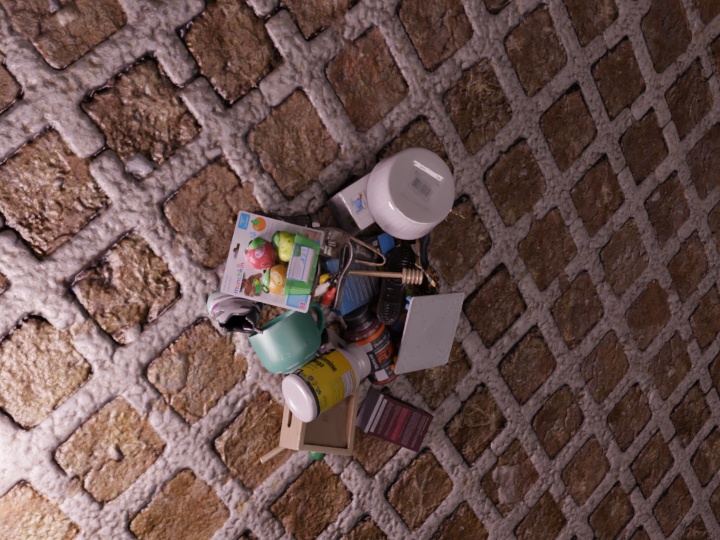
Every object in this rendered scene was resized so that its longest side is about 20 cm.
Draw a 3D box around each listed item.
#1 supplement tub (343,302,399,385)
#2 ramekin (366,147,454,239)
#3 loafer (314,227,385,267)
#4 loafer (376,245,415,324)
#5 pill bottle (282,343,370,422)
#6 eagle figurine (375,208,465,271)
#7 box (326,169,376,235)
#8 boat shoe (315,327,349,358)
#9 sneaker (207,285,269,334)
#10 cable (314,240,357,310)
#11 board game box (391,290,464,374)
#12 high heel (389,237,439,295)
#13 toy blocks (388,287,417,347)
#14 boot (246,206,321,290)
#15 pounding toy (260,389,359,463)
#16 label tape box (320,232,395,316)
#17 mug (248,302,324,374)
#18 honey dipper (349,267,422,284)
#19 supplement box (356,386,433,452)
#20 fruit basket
[{"bbox_3d":[0.028,0.182,1.741,0.106,0.106,0.203,-37,116,-18],"label":"supplement tub"},{"bbox_3d":[0.120,-0.180,1.576,0.196,0.097,0.206,3,82,-19],"label":"ramekin"},{"bbox_3d":[-0.027,-0.053,1.613,0.197,0.062,0.074,17,88,-31],"label":"loafer"},{"bbox_3d":[0.079,0.036,1.702,0.072,0.071,0.204,21,77,-1],"label":"loafer"},{"bbox_3d":[-0.073,0.249,1.587,0.198,0.111,0.115,-28,113,-36],"label":"pill bottle"},{"bbox_3d":[0.139,-0.111,1.697,0.201,0.150,0.152,-51,136,-23],"label":"eagle figurine"},{"bbox_3d":[0.035,-0.181,1.658,0.198,0.112,0.103,-34,95,-19],"label":"box"},{"bbox_3d":[-0.073,0.218,1.721,0.091,0.076,0.200,-27,134,14],"label":"boat shoe"},{"bbox_3d":[-0.231,0.088,1.543,0.196,0.140,0.079,-21,133,-18],"label":"sneaker"},{"bbox_3d":[-0.056,0.019,1.573,0.049,0.201,0.099,-3,58,-25],"label":"cable"},{"bbox_3d":[0.169,0.152,1.741,0.197,0.026,0.205,-4,112,-43],"label":"board game box"},{"bbox_3d":[0.130,0.008,1.780,0.140,0.071,0.205,-8,88,-35],"label":"high heel"},{"bbox_3d":[0.128,0.145,1.799,0.137,0.100,0.200,-51,136,-4],"label":"toy blocks"},{"bbox_3d":[-0.181,-0.048,1.607,0.170,0.069,0.206,-4,98,-24],"label":"boot"},{"bbox_3d":[-0.124,0.379,1.687,0.181,0.141,0.205,15,75,-31],"label":"pounding toy"},{"bbox_3d":[0.000,0.000,1.713,0.197,0.063,0.147,-26,112,-26],"label":"label tape box"},{"bbox_3d":[-0.151,0.156,1.586,0.182,0.152,0.116,-29,94,-6],"label":"mug"},{"bbox_3d":[0.050,0.010,1.647,0.195,0.038,0.039,2,100,-7],"label":"honey dipper"},{"bbox_3d":[0.092,0.399,1.848,0.198,0.061,0.111,29,86,-30],"label":"supplement box"},{"bbox_3d":[-0.190,-0.022,1.513,0.195,0.094,0.190,16,77,-13],"label":"fruit basket"}]
